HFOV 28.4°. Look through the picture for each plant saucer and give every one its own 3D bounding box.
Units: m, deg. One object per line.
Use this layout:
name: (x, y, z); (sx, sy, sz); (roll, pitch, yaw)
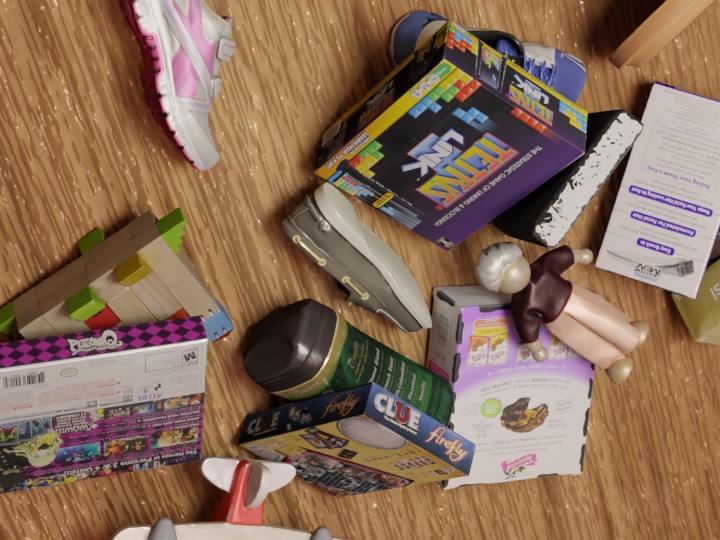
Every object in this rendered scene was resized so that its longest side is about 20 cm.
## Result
plant saucer: (0.322, -0.262, 1.360); (0.200, 0.200, 0.032); (-43, 89, -5)

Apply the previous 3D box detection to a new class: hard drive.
hard drive: (0.192, -0.089, 1.356); (0.033, 0.200, 0.140); (37, 91, -6)

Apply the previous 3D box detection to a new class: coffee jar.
coffee jar: (-0.012, 0.105, 1.385); (0.200, 0.104, 0.085); (33, 56, -29)

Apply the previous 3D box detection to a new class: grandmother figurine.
grandmother figurine: (0.195, 0.030, 1.402); (0.200, 0.061, 0.121); (30, 72, -24)

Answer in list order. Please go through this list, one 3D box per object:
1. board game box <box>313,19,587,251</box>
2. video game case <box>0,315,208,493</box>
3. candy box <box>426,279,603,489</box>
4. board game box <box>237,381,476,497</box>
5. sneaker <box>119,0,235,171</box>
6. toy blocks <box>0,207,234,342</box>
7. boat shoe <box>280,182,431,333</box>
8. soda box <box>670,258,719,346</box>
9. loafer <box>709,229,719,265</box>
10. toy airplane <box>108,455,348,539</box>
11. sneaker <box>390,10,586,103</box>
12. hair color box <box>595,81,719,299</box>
board game box: (0.080, -0.116, 1.304); (0.165, 0.057, 0.200); (30, 138, -22)
video game case: (-0.239, 0.123, 1.276); (0.200, 0.036, 0.181); (-8, 138, -16)
candy box: (0.154, 0.117, 1.481); (0.168, 0.072, 0.200); (-2, 107, -23)
board game box: (-0.006, 0.167, 1.364); (0.135, 0.200, 0.035); (33, 58, -29)
sneaker: (-0.147, -0.184, 1.243); (0.088, 0.081, 0.200); (-19, 114, -15)
toy blocks: (-0.212, 0.044, 1.293); (0.200, 0.100, 0.137); (-33, 126, 2)
boat shoe: (-0.001, -0.002, 1.377); (0.060, 0.072, 0.202); (-32, 127, 13)
soda box: (0.431, 0.001, 1.503); (0.068, 0.064, 0.200); (10, 138, -45)
loafer: (0.442, -0.054, 1.560); (0.200, 0.073, 0.071); (-9, 143, -21)
toy airplane: (-0.115, 0.277, 1.365); (0.200, 0.141, 0.199); (-32, 122, -4)
sneaker: (0.135, -0.184, 1.346); (0.199, 0.115, 0.081); (13, 103, -26)
hair color box: (0.326, -0.083, 1.465); (0.109, 0.065, 0.200); (19, 101, 13)
